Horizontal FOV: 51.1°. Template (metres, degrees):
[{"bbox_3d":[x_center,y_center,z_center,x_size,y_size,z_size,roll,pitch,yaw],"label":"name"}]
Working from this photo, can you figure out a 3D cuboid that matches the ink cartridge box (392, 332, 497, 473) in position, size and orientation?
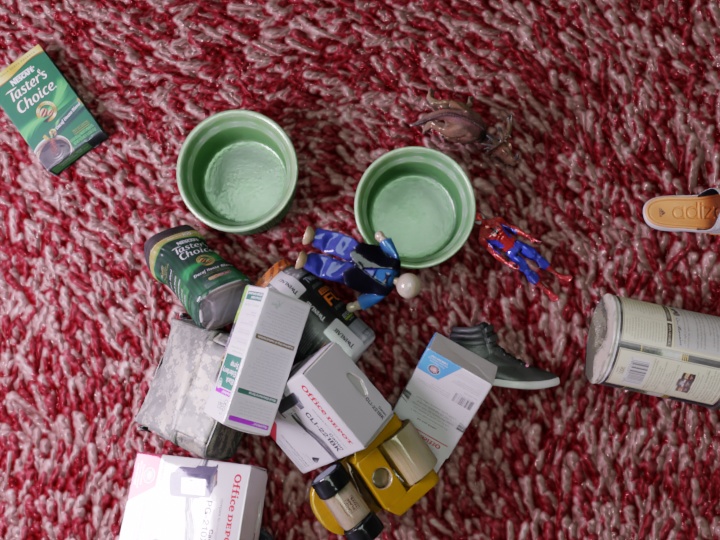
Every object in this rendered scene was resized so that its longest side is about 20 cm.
[{"bbox_3d":[0.120,0.215,1.208,0.115,0.067,0.201,29,116,5],"label":"ink cartridge box"}]

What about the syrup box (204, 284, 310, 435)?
[{"bbox_3d":[-0.151,0.130,1.104,0.081,0.078,0.202,24,80,-30],"label":"syrup box"}]

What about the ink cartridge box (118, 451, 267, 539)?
[{"bbox_3d":[-0.259,0.371,1.180,0.197,0.084,0.147,3,71,12],"label":"ink cartridge box"}]

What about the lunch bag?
[{"bbox_3d":[-0.258,0.183,1.208,0.166,0.139,0.202,17,80,16],"label":"lunch bag"}]

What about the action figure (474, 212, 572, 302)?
[{"bbox_3d":[0.263,-0.031,1.256,0.199,0.052,0.066,38,89,-5],"label":"action figure"}]

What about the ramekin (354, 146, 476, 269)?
[{"bbox_3d":[0.089,-0.097,1.260,0.197,0.098,0.203,0,82,1],"label":"ramekin"}]

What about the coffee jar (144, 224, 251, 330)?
[{"bbox_3d":[-0.265,0.005,1.213,0.104,0.086,0.199,-23,44,-33],"label":"coffee jar"}]

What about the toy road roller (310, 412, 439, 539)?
[{"bbox_3d":[0.011,0.325,1.186,0.199,0.146,0.124,-36,90,-17],"label":"toy road roller"}]

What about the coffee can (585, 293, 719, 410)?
[{"bbox_3d":[0.477,0.128,1.199,0.197,0.146,0.148,12,83,3],"label":"coffee can"}]

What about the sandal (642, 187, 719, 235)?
[{"bbox_3d":[0.587,-0.099,1.272,0.204,0.059,0.080,-4,82,0],"label":"sandal"}]

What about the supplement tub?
[{"bbox_3d":[-0.083,0.083,1.226,0.200,0.123,0.123,42,85,5],"label":"supplement tub"}]

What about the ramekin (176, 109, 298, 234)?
[{"bbox_3d":[-0.199,-0.156,1.265,0.197,0.098,0.203,0,82,1],"label":"ramekin"}]

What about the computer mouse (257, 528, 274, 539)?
[{"bbox_3d":[-0.222,0.472,1.213,0.198,0.053,0.140,-19,71,5],"label":"computer mouse"}]

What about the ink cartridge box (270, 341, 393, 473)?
[{"bbox_3d":[-0.065,0.214,1.155,0.145,0.200,0.084,49,49,-3],"label":"ink cartridge box"}]

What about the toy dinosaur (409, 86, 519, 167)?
[{"bbox_3d":[0.181,-0.242,1.254,0.135,0.198,0.087,37,113,43],"label":"toy dinosaur"}]

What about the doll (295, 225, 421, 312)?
[{"bbox_3d":[0.000,0.000,1.188,0.198,0.048,0.138,18,94,5],"label":"doll"}]

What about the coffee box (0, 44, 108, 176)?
[{"bbox_3d":[-0.550,-0.281,1.321,0.122,0.044,0.201,-36,83,-4],"label":"coffee box"}]

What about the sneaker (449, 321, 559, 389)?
[{"bbox_3d":[0.232,0.138,1.238,0.197,0.071,0.101,7,87,6],"label":"sneaker"}]
